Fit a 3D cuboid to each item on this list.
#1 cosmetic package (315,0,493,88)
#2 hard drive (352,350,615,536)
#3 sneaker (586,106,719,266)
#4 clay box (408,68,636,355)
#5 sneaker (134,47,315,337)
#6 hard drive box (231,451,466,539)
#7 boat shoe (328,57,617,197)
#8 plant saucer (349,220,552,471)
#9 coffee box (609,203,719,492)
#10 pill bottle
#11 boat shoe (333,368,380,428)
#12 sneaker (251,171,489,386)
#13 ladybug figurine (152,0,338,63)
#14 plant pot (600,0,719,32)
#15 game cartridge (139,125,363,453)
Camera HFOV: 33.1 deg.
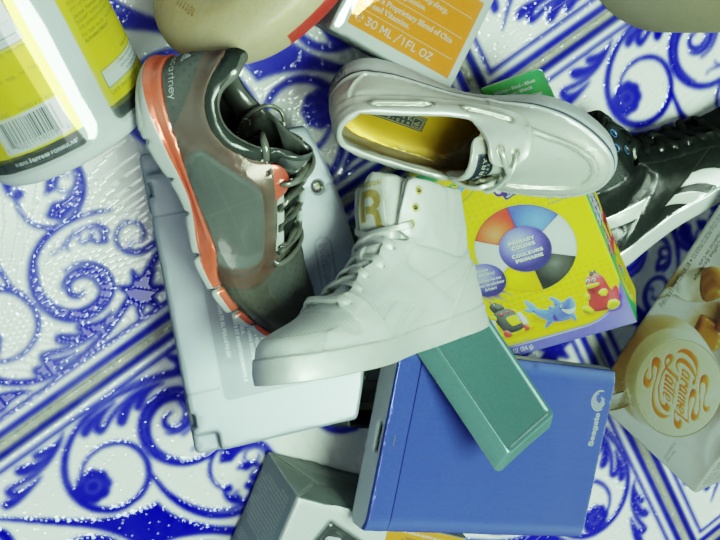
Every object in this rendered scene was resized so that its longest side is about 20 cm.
[{"bbox_3d":[0.051,-0.233,0.794,0.100,0.071,0.202,22,98,-28],"label":"cosmetic package"},{"bbox_3d":[0.095,0.128,0.896,0.197,0.025,0.134,8,96,-30],"label":"hard drive"},{"bbox_3d":[0.223,-0.092,0.917,0.199,0.073,0.112,-39,120,-5],"label":"sneaker"},{"bbox_3d":[0.115,-0.036,0.877,0.113,0.048,0.201,-17,120,21],"label":"clay box"},{"bbox_3d":[-0.060,-0.042,0.725,0.081,0.078,0.202,-12,124,22],"label":"sneaker"},{"bbox_3d":[-0.032,0.260,0.931,0.154,0.077,0.202,18,101,-27],"label":"hard drive box"},{"bbox_3d":[0.074,-0.079,0.776,0.197,0.070,0.071,16,127,-12],"label":"boat shoe"},{"bbox_3d":[0.064,0.039,0.853,0.070,0.019,0.201,-30,85,-40],"label":"plant saucer"},{"bbox_3d":[0.286,0.053,0.937,0.079,0.114,0.202,-4,130,-51],"label":"coffee box"},{"bbox_3d":[-0.207,-0.159,0.684,0.111,0.112,0.202,-30,117,-11],"label":"pill bottle"},{"bbox_3d":[-0.004,0.082,0.884,0.197,0.066,0.076,10,105,-26],"label":"boat shoe"},{"bbox_3d":[0.000,0.000,0.753,0.199,0.073,0.118,-16,98,-48],"label":"sneaker"},{"bbox_3d":[-0.045,-0.208,0.736,0.201,0.135,0.072,-53,147,5],"label":"ladybug figurine"},{"bbox_3d":[0.273,-0.241,0.814,0.184,0.200,0.190,-8,111,-20],"label":"plant pot"},{"bbox_3d":[-0.066,0.011,0.815,0.131,0.040,0.203,-10,96,-8],"label":"game cartridge"}]
